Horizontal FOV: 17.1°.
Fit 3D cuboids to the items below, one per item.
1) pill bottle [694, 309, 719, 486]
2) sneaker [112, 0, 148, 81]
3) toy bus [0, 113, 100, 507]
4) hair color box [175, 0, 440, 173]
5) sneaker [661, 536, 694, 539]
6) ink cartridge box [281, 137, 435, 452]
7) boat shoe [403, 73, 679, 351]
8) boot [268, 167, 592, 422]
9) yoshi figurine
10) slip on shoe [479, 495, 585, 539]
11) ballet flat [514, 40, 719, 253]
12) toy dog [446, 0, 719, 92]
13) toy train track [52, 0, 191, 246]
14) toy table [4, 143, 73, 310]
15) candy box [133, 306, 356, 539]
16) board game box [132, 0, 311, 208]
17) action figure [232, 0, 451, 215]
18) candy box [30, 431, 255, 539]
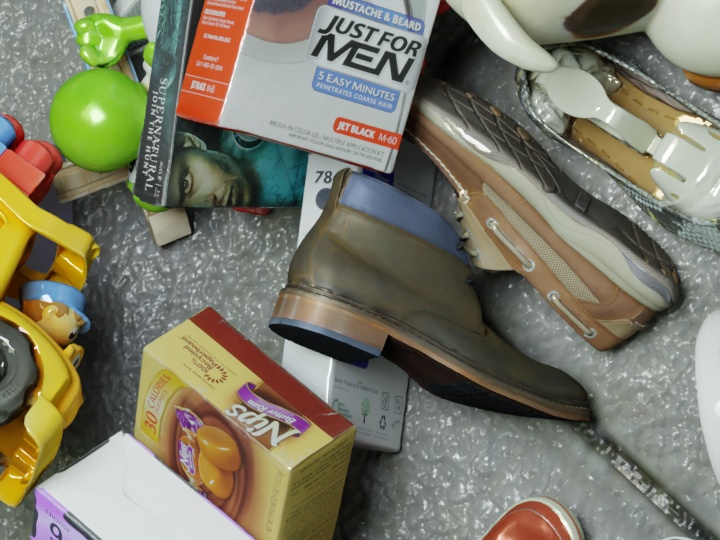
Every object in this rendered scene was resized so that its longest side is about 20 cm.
[{"bbox_3d":[0.283,0.057,1.234,0.200,0.113,0.113,-12,76,23],"label":"pill bottle"},{"bbox_3d":[-0.097,-0.206,1.490,0.200,0.070,0.080,-53,40,13],"label":"sneaker"},{"bbox_3d":[-0.214,0.003,1.332,0.200,0.136,0.192,38,60,2],"label":"toy bus"},{"bbox_3d":[-0.015,-0.163,1.275,0.064,0.111,0.200,18,94,61],"label":"hair color box"},{"bbox_3d":[0.123,0.231,1.274,0.073,0.112,0.200,32,94,25],"label":"sneaker"},{"bbox_3d":[0.000,0.000,1.380,0.039,0.099,0.200,5,81,28],"label":"ink cartridge box"},{"bbox_3d":[0.084,-0.030,1.339,0.200,0.076,0.072,41,110,3],"label":"boat shoe"},{"bbox_3d":[0.053,0.018,1.320,0.075,0.200,0.097,-8,64,62],"label":"boot"},{"bbox_3d":[-0.121,-0.132,1.378,0.112,0.112,0.200,20,108,14],"label":"yoshi figurine"},{"bbox_3d":[0.056,0.212,1.337,0.074,0.061,0.200,39,96,27],"label":"slip on shoe"},{"bbox_3d":[0.163,-0.069,1.336,0.200,0.072,0.072,35,96,25],"label":"ballet flat"},{"bbox_3d":[0.151,-0.176,1.307,0.194,0.200,0.140,-90,19,-49],"label":"toy dog"},{"bbox_3d":[-0.144,-0.109,1.445,0.115,0.033,0.200,-23,106,-12],"label":"toy train track"},{"bbox_3d":[-0.252,0.014,1.458,0.117,0.184,0.200,4,56,11],"label":"toy table"},{"bbox_3d":[-0.073,0.131,1.349,0.117,0.056,0.200,38,139,25],"label":"candy box"},{"bbox_3d":[-0.057,-0.134,1.330,0.028,0.135,0.200,17,103,40],"label":"board game box"},{"bbox_3d":[0.005,-0.111,1.426,0.200,0.099,0.065,-40,68,37],"label":"action figure"},{"bbox_3d":[-0.109,0.219,1.344,0.168,0.072,0.200,36,137,25],"label":"candy box"}]
